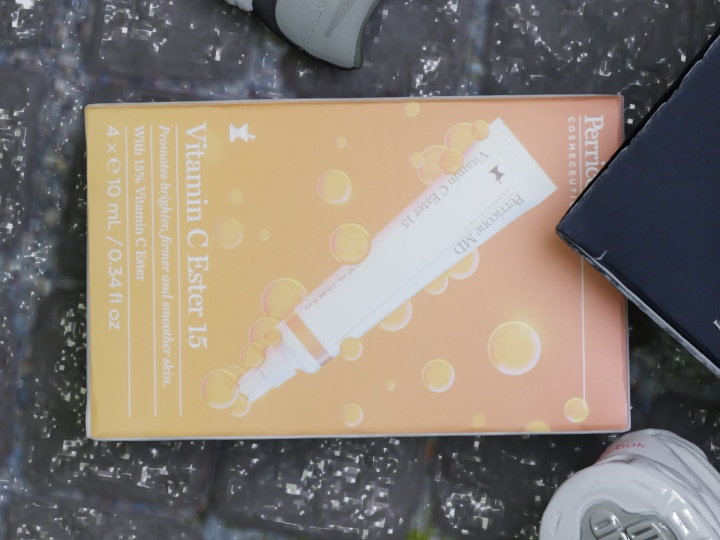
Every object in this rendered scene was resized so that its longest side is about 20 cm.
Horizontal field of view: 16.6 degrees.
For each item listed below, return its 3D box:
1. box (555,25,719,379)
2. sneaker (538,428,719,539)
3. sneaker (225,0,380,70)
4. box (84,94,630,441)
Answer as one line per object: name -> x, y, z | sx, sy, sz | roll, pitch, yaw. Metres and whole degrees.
box -> 0.204, -0.027, 0.861 | 0.196, 0.200, 0.124 | 40, 126, 3
sneaker -> 0.141, 0.141, 0.879 | 0.078, 0.099, 0.201 | -20, 101, 27
sneaker -> 0.031, -0.164, 0.954 | 0.079, 0.074, 0.200 | 42, 97, -7
box -> 0.000, 0.000, 0.933 | 0.198, 0.097, 0.125 | -1, 89, 2
